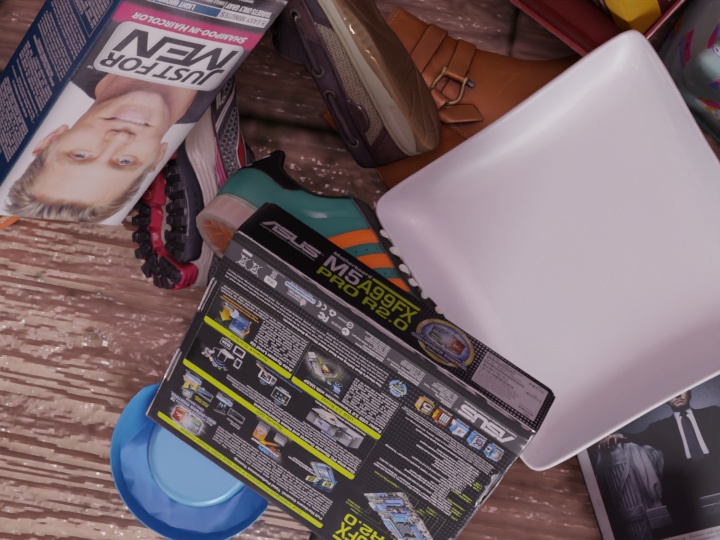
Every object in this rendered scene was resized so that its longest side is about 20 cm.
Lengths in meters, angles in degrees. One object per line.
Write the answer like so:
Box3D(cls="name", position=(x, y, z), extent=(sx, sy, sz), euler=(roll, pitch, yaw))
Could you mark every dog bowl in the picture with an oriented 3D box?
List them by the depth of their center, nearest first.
Box3D(cls="dog bowl", position=(-0.072, 0.087, 0.846), extent=(0.111, 0.050, 0.200), euler=(45, 89, 2))

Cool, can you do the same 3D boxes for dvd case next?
Box3D(cls="dvd case", position=(0.208, 0.092, 0.824), extent=(0.150, 0.025, 0.201), euler=(-16, 101, 13))

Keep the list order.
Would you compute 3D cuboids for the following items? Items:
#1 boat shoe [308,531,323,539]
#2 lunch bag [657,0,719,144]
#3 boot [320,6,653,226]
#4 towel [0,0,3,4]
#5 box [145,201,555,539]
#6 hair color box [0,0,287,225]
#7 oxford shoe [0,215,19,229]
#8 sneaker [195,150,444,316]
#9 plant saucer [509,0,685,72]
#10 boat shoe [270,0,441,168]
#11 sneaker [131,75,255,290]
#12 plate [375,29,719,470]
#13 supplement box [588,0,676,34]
Box3D(cls="boat shoe", position=(0.022, 0.127, 0.849), extent=(0.067, 0.057, 0.200), euler=(34, 92, -35))
Box3D(cls="lunch bag", position=(0.288, -0.174, 0.796), extent=(0.122, 0.170, 0.200), euler=(37, 87, -5))
Box3D(cls="boot", position=(0.085, -0.125, 0.850), extent=(0.155, 0.077, 0.200), euler=(40, 96, 5))
Box3D(cls="towel", position=(-0.325, -0.213, 0.858), extent=(0.171, 0.048, 0.200), euler=(39, 88, 0))
Box3D(cls="box", position=(-0.012, 0.078, 0.752), extent=(0.200, 0.044, 0.160), euler=(33, 126, 6))
Box3D(cls="hair color box", position=(-0.141, -0.112, 0.743), extent=(0.200, 0.100, 0.061), euler=(-46, 56, 33))
Box3D(cls="oxford shoe", position=(-0.199, -0.102, 0.840), extent=(0.071, 0.073, 0.200), euler=(42, 88, 2))
Box3D(cls="sneaker", position=(0.000, 0.000, 0.793), extent=(0.200, 0.071, 0.080), euler=(38, 64, 0))
Box3D(cls="plant saucer", position=(0.163, -0.243, 0.826), extent=(0.200, 0.037, 0.200), euler=(-46, 60, 2))
Box3D(cls="boat shoe", position=(-0.024, -0.149, 0.783), extent=(0.065, 0.072, 0.200), euler=(-26, 108, 24))
Box3D(cls="sneaker", position=(-0.104, -0.090, 0.835), extent=(0.075, 0.081, 0.201), euler=(-6, 103, -41))
Box3D(cls="plate", position=(0.137, -0.009, 0.779), extent=(0.200, 0.032, 0.200), euler=(-33, 84, 22))
Box3D(cls="supplement box", position=(0.154, -0.287, 0.749), extent=(0.200, 0.133, 0.197), euler=(-44, 61, 4))
